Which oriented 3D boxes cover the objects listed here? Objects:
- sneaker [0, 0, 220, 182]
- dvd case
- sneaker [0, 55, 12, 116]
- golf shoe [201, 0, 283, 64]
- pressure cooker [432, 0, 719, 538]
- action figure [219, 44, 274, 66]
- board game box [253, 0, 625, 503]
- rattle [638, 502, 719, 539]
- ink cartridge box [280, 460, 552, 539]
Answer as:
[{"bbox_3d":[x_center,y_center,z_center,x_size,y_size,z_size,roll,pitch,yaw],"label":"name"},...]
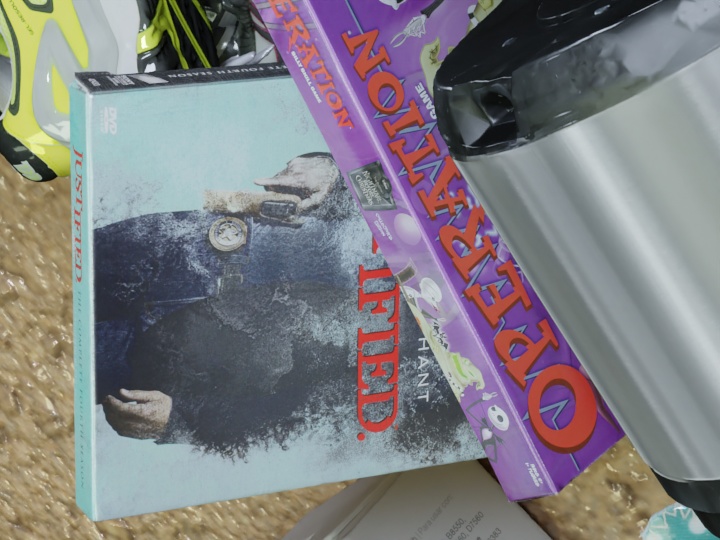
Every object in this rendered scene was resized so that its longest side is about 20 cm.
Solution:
[{"bbox_3d":[-0.106,-0.119,0.816,0.076,0.201,0.075,-25,140,15],"label":"sneaker"},{"bbox_3d":[0.000,0.000,0.785,0.022,0.199,0.147,31,123,58],"label":"dvd case"},{"bbox_3d":[-0.146,-0.094,0.946,0.200,0.073,0.112,52,153,28],"label":"sneaker"},{"bbox_3d":[-0.012,-0.099,0.845,0.088,0.077,0.200,23,144,-7],"label":"golf shoe"},{"bbox_3d":[0.137,-0.016,0.681,0.178,0.176,0.200,-17,109,54],"label":"pressure cooker"},{"bbox_3d":[-0.014,-0.008,0.856,0.200,0.070,0.130,27,145,-22],"label":"action figure"},{"bbox_3d":[0.046,-0.043,0.743,0.032,0.120,0.201,-14,107,54],"label":"board game box"},{"bbox_3d":[0.203,0.113,0.771,0.200,0.131,0.143,-34,140,18],"label":"rattle"},{"bbox_3d":[0.049,0.182,1.026,0.200,0.084,0.146,47,145,-3],"label":"ink cartridge box"}]
